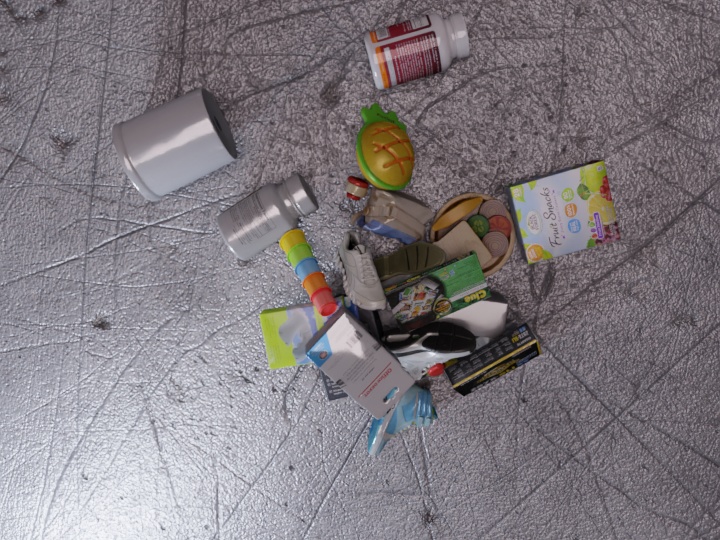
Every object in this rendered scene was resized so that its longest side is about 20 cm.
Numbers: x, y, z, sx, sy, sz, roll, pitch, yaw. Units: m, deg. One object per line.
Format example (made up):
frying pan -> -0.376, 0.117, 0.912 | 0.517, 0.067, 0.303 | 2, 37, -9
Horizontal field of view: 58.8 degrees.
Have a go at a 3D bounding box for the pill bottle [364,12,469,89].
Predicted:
pill bottle -> 0.114, -0.445, 1.283 | 0.197, 0.113, 0.115 | -14, 98, 6

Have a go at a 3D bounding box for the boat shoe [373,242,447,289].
boat shoe -> 0.100, -0.005, 1.350 | 0.198, 0.068, 0.076 | -12, 60, 33

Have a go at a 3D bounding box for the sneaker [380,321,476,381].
sneaker -> 0.149, 0.172, 1.327 | 0.198, 0.076, 0.116 | -2, 135, 22

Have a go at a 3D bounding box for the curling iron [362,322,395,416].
curling iron -> 0.033, 0.205, 1.325 | 0.049, 0.025, 0.203 | -8, 96, 42

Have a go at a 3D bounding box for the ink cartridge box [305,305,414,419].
ink cartridge box -> -0.001, 0.182, 1.261 | 0.116, 0.067, 0.200 | -45, 101, 2

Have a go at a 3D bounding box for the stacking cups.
stacking cups -> -0.102, 0.002, 1.293 | 0.060, 0.060, 0.201 | -39, 54, 9

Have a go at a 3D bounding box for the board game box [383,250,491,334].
board game box -> 0.155, 0.045, 1.283 | 0.198, 0.024, 0.106 | -23, 111, 3

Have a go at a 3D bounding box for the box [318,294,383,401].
box -> -0.022, 0.159, 1.391 | 0.146, 0.107, 0.203 | -13, 99, 6

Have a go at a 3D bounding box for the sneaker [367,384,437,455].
sneaker -> 0.099, 0.343, 1.430 | 0.129, 0.080, 0.202 | 19, 110, -9

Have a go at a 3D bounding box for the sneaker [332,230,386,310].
sneaker -> 0.000, 0.000, 1.311 | 0.074, 0.201, 0.082 | -4, 134, -28

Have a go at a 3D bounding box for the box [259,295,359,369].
box -> -0.099, 0.127, 1.313 | 0.197, 0.048, 0.124 | -10, 99, 6

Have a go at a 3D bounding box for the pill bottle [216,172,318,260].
pill bottle -> -0.193, -0.118, 1.353 | 0.198, 0.114, 0.115 | -30, 96, 8

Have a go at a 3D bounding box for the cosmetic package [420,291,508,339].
cosmetic package -> 0.207, 0.083, 1.366 | 0.197, 0.107, 0.092 | 11, 100, 3

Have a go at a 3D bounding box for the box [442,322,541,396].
box -> 0.282, 0.193, 1.351 | 0.198, 0.160, 0.050 | -31, 68, 7

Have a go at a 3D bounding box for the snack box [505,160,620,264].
snack box -> 0.423, -0.122, 1.339 | 0.197, 0.068, 0.171 | -16, 99, 7

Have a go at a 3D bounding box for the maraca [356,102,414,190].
maraca -> 0.050, -0.253, 1.301 | 0.136, 0.107, 0.203 | 17, 58, -32

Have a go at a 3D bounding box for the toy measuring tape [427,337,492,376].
toy measuring tape -> 0.191, 0.177, 1.394 | 0.198, 0.074, 0.074 | -29, 96, 12

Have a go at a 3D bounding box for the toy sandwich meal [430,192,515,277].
toy sandwich meal -> 0.234, -0.066, 1.357 | 0.202, 0.070, 0.209 | 1, 99, 3

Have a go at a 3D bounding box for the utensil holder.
utensil holder -> -0.377, -0.262, 1.318 | 0.198, 0.170, 0.172 | -24, 97, 4

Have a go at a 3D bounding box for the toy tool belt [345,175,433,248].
toy tool belt -> 0.044, -0.107, 1.333 | 0.198, 0.125, 0.124 | 17, 107, -19
